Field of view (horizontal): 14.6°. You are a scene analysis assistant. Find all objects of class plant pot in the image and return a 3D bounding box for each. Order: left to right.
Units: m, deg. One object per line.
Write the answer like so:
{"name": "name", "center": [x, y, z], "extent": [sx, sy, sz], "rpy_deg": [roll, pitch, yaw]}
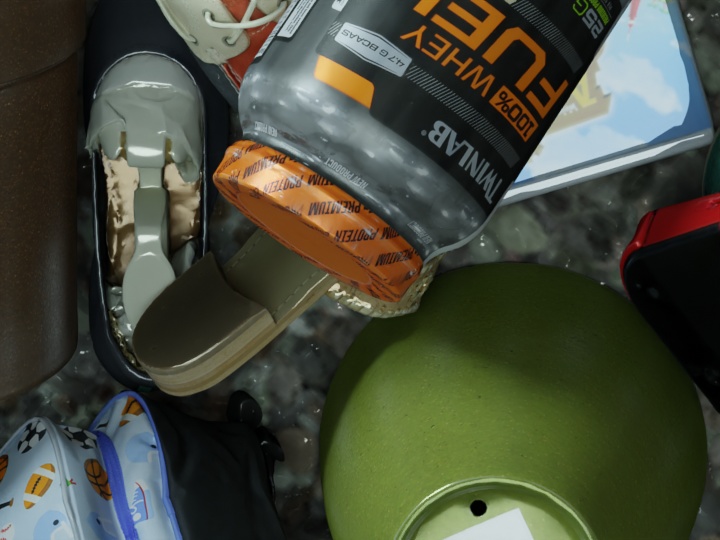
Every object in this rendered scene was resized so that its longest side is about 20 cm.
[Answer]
{"name": "plant pot", "center": [-0.208, -0.051, 1.257], "extent": [0.200, 0.200, 0.199], "rpy_deg": [-1, 111, 5]}
{"name": "plant pot", "center": [0.064, 0.109, 1.252], "extent": [0.187, 0.200, 0.188], "rpy_deg": [1, 103, 5]}

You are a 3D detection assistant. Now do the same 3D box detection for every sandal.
{"name": "sandal", "center": [-0.002, -0.003, 1.288], "extent": [0.211, 0.078, 0.070], "rpy_deg": [-36, 133, -3]}

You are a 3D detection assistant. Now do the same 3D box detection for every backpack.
{"name": "backpack", "center": [-0.118, 0.172, 1.287], "extent": [0.154, 0.200, 0.191], "rpy_deg": [17, 124, -26]}

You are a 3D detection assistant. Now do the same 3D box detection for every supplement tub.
{"name": "supplement tub", "center": [0.030, -0.094, 1.200], "extent": [0.122, 0.123, 0.200], "rpy_deg": [33, 81, -2]}

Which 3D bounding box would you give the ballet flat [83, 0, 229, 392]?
{"name": "ballet flat", "center": [-0.095, -0.038, 1.302], "extent": [0.073, 0.073, 0.201], "rpy_deg": [3, 102, 5]}

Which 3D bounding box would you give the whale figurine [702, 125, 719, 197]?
{"name": "whale figurine", "center": [0.225, 0.005, 1.265], "extent": [0.159, 0.104, 0.201], "rpy_deg": [-8, 104, 6]}

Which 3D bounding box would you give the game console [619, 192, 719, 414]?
{"name": "game console", "center": [0.216, 0.043, 1.205], "extent": [0.200, 0.031, 0.177], "rpy_deg": [50, 146, -15]}

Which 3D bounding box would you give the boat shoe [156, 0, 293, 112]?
{"name": "boat shoe", "center": [-0.060, -0.134, 1.257], "extent": [0.071, 0.063, 0.200], "rpy_deg": [-31, 93, 9]}

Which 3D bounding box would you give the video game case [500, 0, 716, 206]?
{"name": "video game case", "center": [0.044, -0.118, 1.296], "extent": [0.199, 0.022, 0.183], "rpy_deg": [-16, 100, 8]}
